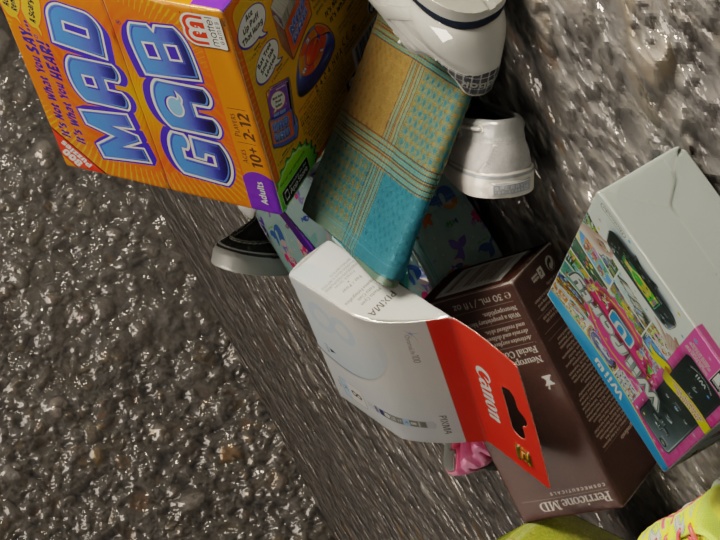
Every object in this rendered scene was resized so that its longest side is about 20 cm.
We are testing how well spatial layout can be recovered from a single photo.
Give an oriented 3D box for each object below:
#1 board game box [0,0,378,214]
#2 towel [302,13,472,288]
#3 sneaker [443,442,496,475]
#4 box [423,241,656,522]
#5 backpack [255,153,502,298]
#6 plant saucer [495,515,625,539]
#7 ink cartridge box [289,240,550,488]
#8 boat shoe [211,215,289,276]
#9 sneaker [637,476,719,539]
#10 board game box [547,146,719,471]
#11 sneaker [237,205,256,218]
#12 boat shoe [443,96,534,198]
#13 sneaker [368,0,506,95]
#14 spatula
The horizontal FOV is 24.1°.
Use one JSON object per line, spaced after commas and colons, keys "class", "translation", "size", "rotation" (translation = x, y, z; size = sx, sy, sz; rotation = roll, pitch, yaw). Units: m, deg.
{"class": "board game box", "translation": [-0.120, -0.198, 1.275], "size": [0.200, 0.200, 0.200], "rotation": [14, 143, 23]}
{"class": "towel", "translation": [0.027, -0.104, 1.220], "size": [0.147, 0.022, 0.200], "rotation": [45, 118, 52]}
{"class": "sneaker", "translation": [0.153, 0.141, 1.484], "size": [0.200, 0.095, 0.079], "rotation": [-27, 52, 62]}
{"class": "box", "translation": [0.136, 0.089, 1.300], "size": [0.100, 0.075, 0.200], "rotation": [-18, 107, 41]}
{"class": "backpack", "translation": [0.020, -0.032, 1.415], "size": [0.200, 0.151, 0.177], "rotation": [54, 155, -6]}
{"class": "plant saucer", "translation": [0.204, 0.256, 1.405], "size": [0.200, 0.048, 0.200], "rotation": [26, 165, 2]}
{"class": "ink cartridge box", "translation": [0.045, 0.082, 1.253], "size": [0.200, 0.047, 0.160], "rotation": [34, 157, 36]}
{"class": "boat shoe", "translation": [-0.064, -0.042, 1.517], "size": [0.071, 0.200, 0.064], "rotation": [18, 110, 27]}
{"class": "sneaker", "translation": [0.239, 0.204, 1.199], "size": [0.078, 0.090, 0.200], "rotation": [59, 167, 15]}
{"class": "board game box", "translation": [0.193, 0.030, 1.038], "size": [0.148, 0.064, 0.200], "rotation": [58, 169, 14]}
{"class": "sneaker", "translation": [-0.109, -0.109, 1.494], "size": [0.088, 0.075, 0.200], "rotation": [32, 168, 7]}
{"class": "boat shoe", "translation": [0.066, -0.112, 1.238], "size": [0.200, 0.072, 0.069], "rotation": [-128, 34, -63]}
{"class": "sneaker", "translation": [0.028, -0.195, 1.141], "size": [0.200, 0.076, 0.081], "rotation": [51, 160, 40]}
{"class": "spatula", "translation": [0.000, 0.000, 1.310], "size": [0.200, 0.021, 0.057], "rotation": [34, 179, -11]}
